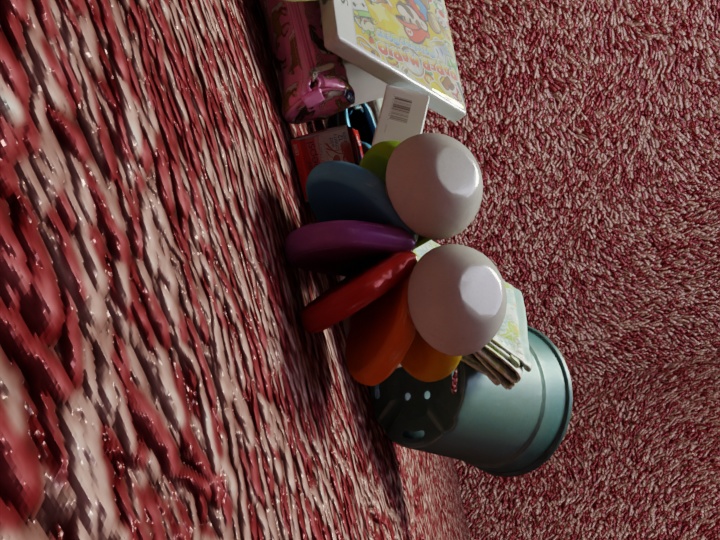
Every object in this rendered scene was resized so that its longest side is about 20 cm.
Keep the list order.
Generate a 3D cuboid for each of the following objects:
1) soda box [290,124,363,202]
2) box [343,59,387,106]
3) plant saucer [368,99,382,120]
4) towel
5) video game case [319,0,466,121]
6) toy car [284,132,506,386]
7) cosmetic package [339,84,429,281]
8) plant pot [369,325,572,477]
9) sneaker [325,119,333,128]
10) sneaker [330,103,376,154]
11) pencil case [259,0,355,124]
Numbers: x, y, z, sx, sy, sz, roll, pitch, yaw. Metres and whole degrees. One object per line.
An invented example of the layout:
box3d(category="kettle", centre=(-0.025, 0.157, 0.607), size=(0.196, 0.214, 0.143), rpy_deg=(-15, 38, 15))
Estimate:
box3d(category="soda box", centre=(-0.031, -0.124, 0.812), size=(0.200, 0.062, 0.071), rpy_deg=(-72, 149, -81))
box3d(category="box", centre=(-0.028, -0.316, 0.868), size=(0.106, 0.150, 0.204), rpy_deg=(52, 25, -75))
box3d(category="plant saucer", centre=(0.011, -0.258, 1.230), size=(0.200, 0.049, 0.203), rpy_deg=(51, -31, 46))
box3d(category="towel", centre=(0.110, 0.033, 0.798), size=(0.170, 0.048, 0.201), rpy_deg=(32, 24, -7))
box3d(category="video game case", centre=(0.032, -0.271, 0.749), size=(0.198, 0.023, 0.185), rpy_deg=(17, 57, -43))
box3d(category="toy car", centre=(0.011, -0.007, 0.570), size=(0.175, 0.148, 0.204), rpy_deg=(-27, -110, 61))
box3d(category="cosmetic package", centre=(0.023, -0.071, 0.762), size=(0.151, 0.051, 0.204), rpy_deg=(109, -5, -80))
box3d(category="plant pot", centre=(0.126, 0.149, 0.876), size=(0.194, 0.199, 0.203), rpy_deg=(17, 52, -43))
box3d(category="sneaker", centre=(-0.014, -0.187, 1.089), size=(0.203, 0.075, 0.149), rpy_deg=(73, 9, -72))
box3d(category="sneaker", centre=(-0.017, -0.228, 0.953), size=(0.202, 0.072, 0.082), rpy_deg=(64, -18, 7))
box3d(category="pencil case", centre=(-0.065, -0.258, 0.731), size=(0.082, 0.086, 0.204), rpy_deg=(-8, 82, -45))
